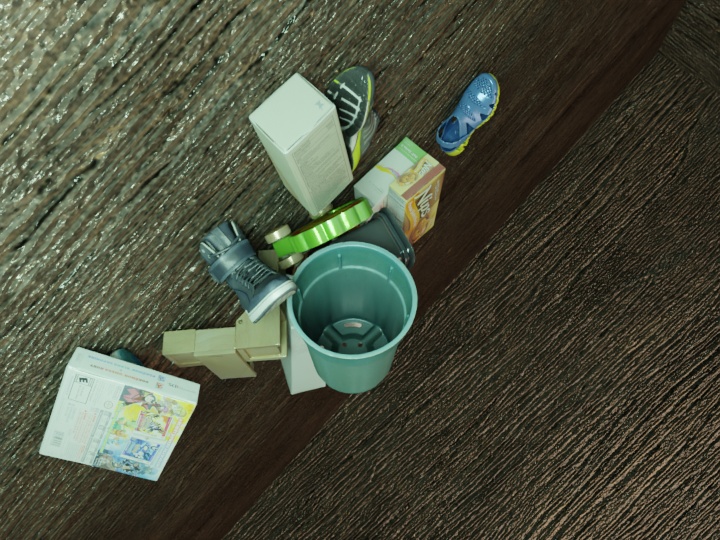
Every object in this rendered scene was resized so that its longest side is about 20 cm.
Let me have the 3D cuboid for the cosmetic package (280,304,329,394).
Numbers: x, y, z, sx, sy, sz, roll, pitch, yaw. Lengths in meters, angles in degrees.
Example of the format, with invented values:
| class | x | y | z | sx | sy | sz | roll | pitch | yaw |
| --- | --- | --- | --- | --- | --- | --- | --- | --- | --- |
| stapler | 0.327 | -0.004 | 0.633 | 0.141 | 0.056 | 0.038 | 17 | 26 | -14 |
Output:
| class | x | y | z | sx | sy | sz | roll | pitch | yaw |
| --- | --- | --- | --- | --- | --- | --- | --- | --- | --- |
| cosmetic package | -0.116 | 0.138 | 1.054 | 0.079 | 0.114 | 0.203 | -9 | 131 | -19 |

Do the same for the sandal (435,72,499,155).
| class | x | y | z | sx | sy | sz | roll | pitch | yaw |
| --- | --- | --- | --- | --- | --- | --- | --- | --- | --- |
| sandal | 0.232 | -0.339 | 1.159 | 0.086 | 0.079 | 0.202 | -20 | 147 | -51 |

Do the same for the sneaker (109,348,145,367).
| class | x | y | z | sx | sy | sz | roll | pitch | yaw |
| --- | --- | --- | --- | --- | --- | --- | --- | --- | --- |
| sneaker | -0.390 | 0.211 | 0.836 | 0.129 | 0.080 | 0.202 | -33 | 151 | -18 |

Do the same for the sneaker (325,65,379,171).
| class | x | y | z | sx | sy | sz | roll | pitch | yaw |
| --- | --- | --- | --- | --- | --- | --- | --- | --- | --- |
| sneaker | -0.007 | -0.240 | 0.806 | 0.081 | 0.073 | 0.201 | -50 | 172 | -24 |

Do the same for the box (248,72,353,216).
| class | x | y | z | sx | sy | sz | roll | pitch | yaw |
| --- | --- | --- | --- | --- | --- | --- | --- | --- | --- |
| box | -0.076 | -0.170 | 0.749 | 0.095 | 0.078 | 0.200 | -43 | 163 | -9 |

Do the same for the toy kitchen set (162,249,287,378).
| class | x | y | z | sx | sy | sz | roll | pitch | yaw |
| --- | --- | --- | --- | --- | --- | --- | --- | --- | --- |
| toy kitchen set | -0.231 | 0.088 | 0.966 | 0.195 | 0.184 | 0.164 | -5 | 155 | 0 |

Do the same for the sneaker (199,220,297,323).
| class | x | y | z | sx | sy | sz | roll | pitch | yaw |
| --- | --- | --- | --- | --- | --- | --- | --- | --- | --- |
| sneaker | -0.166 | -0.004 | 0.751 | 0.076 | 0.148 | 0.202 | -35 | -173 | -22 |

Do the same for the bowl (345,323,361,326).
| class | x | y | z | sx | sy | sz | roll | pitch | yaw |
| --- | --- | --- | --- | --- | --- | --- | --- | --- | --- |
| bowl | -0.013 | 0.058 | 1.201 | 0.090 | 0.202 | 0.200 | -41 | 166 | 20 |

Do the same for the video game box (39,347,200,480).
| class | x | y | z | sx | sy | sz | roll | pitch | yaw |
| --- | --- | --- | --- | --- | --- | --- | --- | --- | --- |
| video game box | -0.359 | 0.221 | 0.783 | 0.202 | 0.179 | 0.047 | -56 | -159 | 27 |

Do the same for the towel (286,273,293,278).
| class | x | y | z | sx | sy | sz | roll | pitch | yaw |
| --- | --- | --- | --- | --- | --- | --- | --- | --- | --- |
| towel | -0.162 | 0.100 | 1.093 | 0.145 | 0.030 | 0.201 | 22 | 117 | -36 |

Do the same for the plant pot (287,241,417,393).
| class | x | y | z | sx | sy | sz | roll | pitch | yaw |
| --- | --- | --- | --- | --- | --- | --- | --- | --- | --- |
| plant pot | -0.014 | 0.095 | 0.863 | 0.199 | 0.199 | 0.198 | -39 | 154 | -25 |

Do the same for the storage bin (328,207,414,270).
| class | x | y | z | sx | sy | sz | roll | pitch | yaw |
| --- | --- | --- | --- | --- | --- | --- | --- | --- | --- |
| storage bin | 0.000 | 0.000 | 1.009 | 0.132 | 0.147 | 0.200 | -24 | 165 | -25 |

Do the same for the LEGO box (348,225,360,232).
| class | x | y | z | sx | sy | sz | roll | pitch | yaw |
| --- | --- | --- | --- | --- | --- | --- | --- | --- | --- |
| LEGO box | 0.073 | -0.119 | 1.249 | 0.200 | 0.077 | 0.149 | -46 | 163 | -5 |

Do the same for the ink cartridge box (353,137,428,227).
| class | x | y | z | sx | sy | sz | roll | pitch | yaw |
| --- | --- | --- | --- | --- | --- | --- | --- | --- | --- |
| ink cartridge box | 0.050 | -0.167 | 1.098 | 0.200 | 0.067 | 0.118 | -44 | 162 | -14 |

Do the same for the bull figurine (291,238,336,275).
| class | x | y | z | sx | sy | sz | roll | pitch | yaw |
| --- | --- | --- | --- | --- | --- | --- | --- | --- | --- |
| bull figurine | -0.068 | -0.030 | 1.122 | 0.199 | 0.065 | 0.122 | -37 | 159 | -36 |

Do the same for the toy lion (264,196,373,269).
| class | x | y | z | sx | sy | sz | roll | pitch | yaw |
| --- | --- | --- | --- | --- | --- | --- | --- | --- | --- |
| toy lion | -0.051 | -0.077 | 0.870 | 0.189 | 0.070 | 0.199 | -19 | -167 | 40 |

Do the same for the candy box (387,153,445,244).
| class | x | y | z | sx | sy | sz | roll | pitch | yaw |
| --- | --- | --- | --- | --- | --- | --- | --- | --- | --- |
| candy box | 0.111 | -0.133 | 1.100 | 0.115 | 0.055 | 0.201 | -41 | 157 | -20 |
